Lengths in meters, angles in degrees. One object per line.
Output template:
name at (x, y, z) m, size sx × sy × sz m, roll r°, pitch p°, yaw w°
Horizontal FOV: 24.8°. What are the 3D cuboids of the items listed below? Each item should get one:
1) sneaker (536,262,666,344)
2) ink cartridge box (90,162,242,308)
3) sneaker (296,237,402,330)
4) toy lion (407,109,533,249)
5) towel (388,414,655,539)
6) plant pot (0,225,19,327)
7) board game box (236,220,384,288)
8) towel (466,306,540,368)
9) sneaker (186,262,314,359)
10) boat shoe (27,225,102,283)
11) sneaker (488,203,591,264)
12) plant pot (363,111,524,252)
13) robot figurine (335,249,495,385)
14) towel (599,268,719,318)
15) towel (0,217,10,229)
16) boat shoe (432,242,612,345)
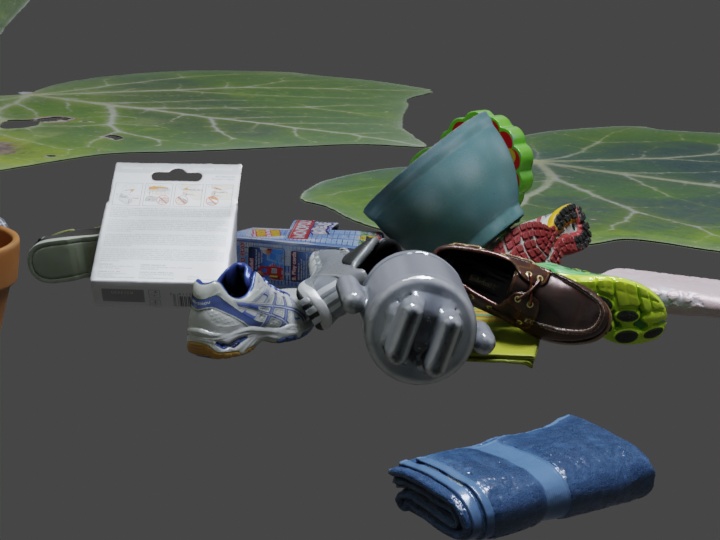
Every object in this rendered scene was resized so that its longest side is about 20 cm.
sneaker at (0.240, 0.025, 1.797) m, size 0.199 × 0.075 × 0.084 m, roll 14°, pitch 19°, yaw 4°
ink cartridge box at (-0.224, -0.043, 1.929) m, size 0.160 × 0.050 × 0.201 m, roll 1°, pitch 45°, yaw 2°
sneaker at (0.000, 0.000, 1.824) m, size 0.115 × 0.075 × 0.200 m, roll -32°, pitch 11°, yaw 13°
toy lion at (0.141, -0.118, 2.178) m, size 0.199 × 0.193 × 0.068 m, roll 12°, pitch 17°, yaw 40°
towel at (0.132, 0.164, 1.307) m, size 0.199 × 0.049 × 0.111 m, roll -7°, pitch 17°, yaw -34°
plant pot at (-0.428, 0.037, 1.578) m, size 0.199 × 0.141 × 0.200 m, roll 2°, pitch 13°, yaw 0°
board game box at (-0.072, -0.023, 2.038) m, size 0.198 × 0.062 × 0.200 m, roll 3°, pitch 14°, yaw 2°
towel at (0.154, 0.070, 1.777) m, size 0.085 × 0.018 × 0.200 m, roll 0°, pitch 13°, yaw 10°
sneaker at (-0.109, 0.033, 1.747) m, size 0.075 × 0.089 × 0.200 m, roll 7°, pitch 13°, yaw 28°
boat shoe at (-0.300, -0.022, 1.987) m, size 0.200 × 0.072 × 0.061 m, roll 0°, pitch 17°, yaw 5°
sneaker at (0.216, -0.023, 2.084) m, size 0.082 × 0.078 × 0.200 m, roll -22°, pitch 0°, yaw 40°
plant pot at (0.121, -0.084, 2.053) m, size 0.200 × 0.134 × 0.200 m, roll -38°, pitch -4°, yaw -3°
robot figurine at (0.056, 0.045, 1.655) m, size 0.169 × 0.114 × 0.200 m, roll 22°, pitch 12°, yaw -7°
towel at (0.373, 0.028, 1.890) m, size 0.199 × 0.032 × 0.191 m, roll 7°, pitch 6°, yaw 16°
towel at (-0.549, -0.034, 1.981) m, size 0.199 × 0.086 × 0.165 m, roll 8°, pitch 14°, yaw 25°
boat shoe at (0.165, 0.023, 1.720) m, size 0.199 × 0.071 × 0.070 m, roll 17°, pitch -12°, yaw 23°
